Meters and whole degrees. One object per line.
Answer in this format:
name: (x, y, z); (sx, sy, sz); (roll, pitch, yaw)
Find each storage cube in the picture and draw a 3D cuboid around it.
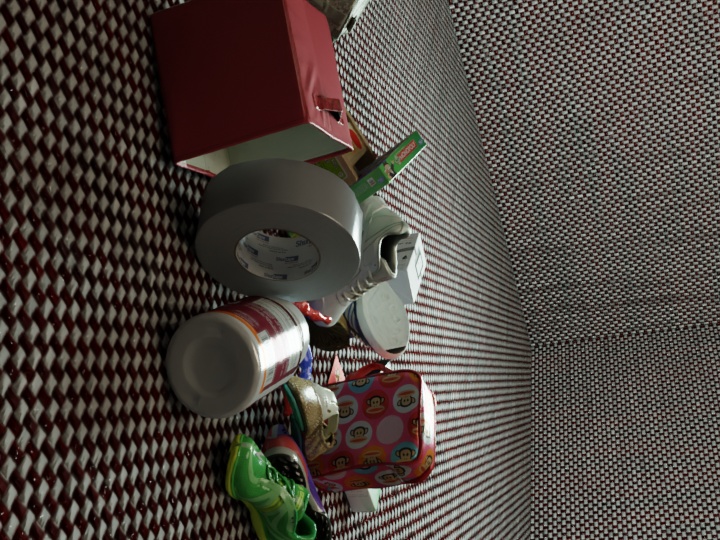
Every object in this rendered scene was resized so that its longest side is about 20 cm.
storage cube: (-0.125, -0.222, 1.211); (0.171, 0.196, 0.184); (13, 63, -72)

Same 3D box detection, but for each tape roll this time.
tape roll: (-0.096, -0.044, 1.208); (0.201, 0.196, 0.067); (61, 25, -50)

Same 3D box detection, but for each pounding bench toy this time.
pounding bench toy: (-0.089, -0.197, 1.429); (0.202, 0.123, 0.156); (56, 21, -9)

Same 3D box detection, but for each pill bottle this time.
pill bottle: (-0.133, 0.091, 1.169); (0.200, 0.112, 0.117); (-22, 103, -74)

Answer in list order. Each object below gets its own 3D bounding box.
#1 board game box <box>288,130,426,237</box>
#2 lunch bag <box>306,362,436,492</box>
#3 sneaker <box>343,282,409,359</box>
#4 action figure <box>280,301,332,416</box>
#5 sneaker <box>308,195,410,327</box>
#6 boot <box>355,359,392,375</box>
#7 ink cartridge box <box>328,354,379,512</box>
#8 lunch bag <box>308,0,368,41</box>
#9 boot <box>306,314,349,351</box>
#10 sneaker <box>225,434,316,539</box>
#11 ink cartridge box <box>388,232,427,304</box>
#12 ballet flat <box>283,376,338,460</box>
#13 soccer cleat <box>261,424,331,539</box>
board game box: (-0.005, -0.117, 1.460); (0.029, 0.199, 0.135); (52, 38, -7)
lunch bag: (0.009, 0.218, 1.453); (0.082, 0.196, 0.179); (52, 34, -50)
sneaker: (0.007, 0.088, 1.608); (0.202, 0.079, 0.148); (65, -30, 33)
action figure: (-0.076, 0.091, 1.398); (0.099, 0.064, 0.204); (-33, 122, -55)
sneaker: (0.000, 0.000, 1.427); (0.077, 0.099, 0.202); (17, 104, -56)
boot: (0.018, 0.243, 1.617); (0.132, 0.067, 0.200); (64, 31, -18)
ink cartridge box: (-0.008, 0.262, 1.640); (0.162, 0.049, 0.203); (-74, 154, -54)
lunch bag: (-0.079, -0.425, 1.454); (0.198, 0.140, 0.168); (32, 29, -6)
boot: (-0.057, -0.002, 1.565); (0.176, 0.065, 0.203); (64, 23, -48)
sneaker: (-0.106, 0.266, 1.233); (0.075, 0.082, 0.202); (-81, 156, -45)
ink cartridge box: (0.053, -0.009, 1.854); (0.201, 0.114, 0.069); (-67, 146, -62)
ballet flat: (-0.061, 0.182, 1.307); (0.201, 0.064, 0.071); (92, -24, -61)
soccer cleat: (-0.083, 0.294, 1.340); (0.074, 0.067, 0.203); (-95, 169, -57)
